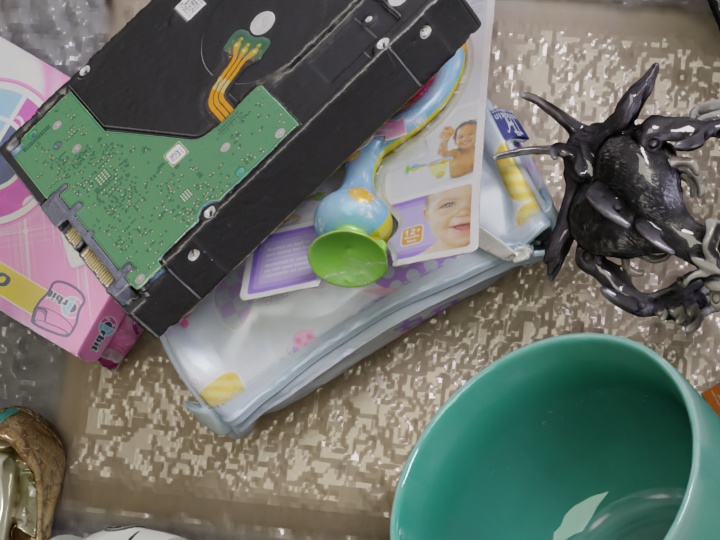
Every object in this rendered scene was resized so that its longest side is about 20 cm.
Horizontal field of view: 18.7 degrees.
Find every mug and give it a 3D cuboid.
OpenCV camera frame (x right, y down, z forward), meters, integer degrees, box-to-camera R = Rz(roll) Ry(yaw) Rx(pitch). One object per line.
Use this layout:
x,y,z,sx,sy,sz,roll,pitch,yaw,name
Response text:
0.094,0.120,0.971,0.184,0.114,0.153,3,60,42,mug

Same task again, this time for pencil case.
0.000,0.000,1.030,0.199,0.083,0.091,-29,60,6,pencil case

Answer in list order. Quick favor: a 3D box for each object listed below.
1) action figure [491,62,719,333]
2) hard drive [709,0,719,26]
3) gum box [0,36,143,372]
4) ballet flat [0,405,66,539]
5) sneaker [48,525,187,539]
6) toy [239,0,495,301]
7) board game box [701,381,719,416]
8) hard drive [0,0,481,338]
0.158,-0.018,0.959,0.200,0.102,0.119,36,118,16,action figure
0.230,-0.148,1.025,0.139,0.038,0.201,-22,77,7,hard drive
-0.173,-0.045,1.078,0.199,0.066,0.114,30,87,13,gum box
-0.186,0.164,1.049,0.070,0.065,0.201,2,82,11,ballet flat
-0.101,0.217,1.008,0.088,0.074,0.201,-14,79,34,sneaker
0.000,-0.083,1.003,0.114,0.047,0.201,-13,49,21,toy
0.241,0.120,0.977,0.103,0.019,0.201,-34,76,31,board game box
-0.057,-0.080,0.982,0.200,0.038,0.140,-44,46,-1,hard drive
